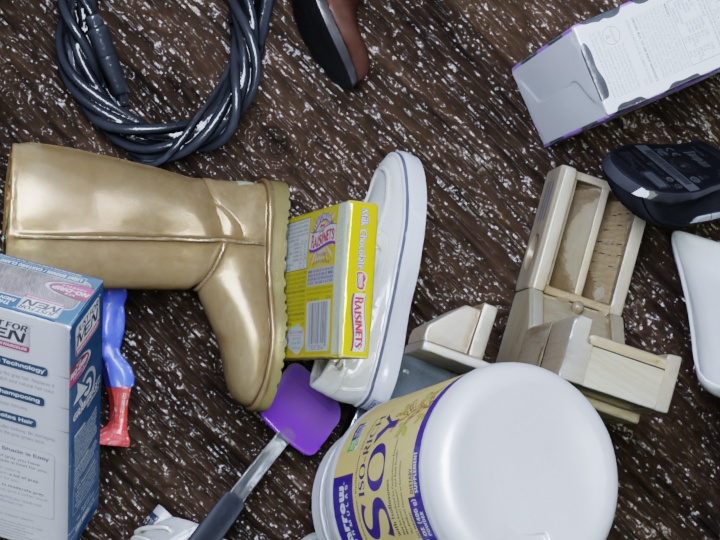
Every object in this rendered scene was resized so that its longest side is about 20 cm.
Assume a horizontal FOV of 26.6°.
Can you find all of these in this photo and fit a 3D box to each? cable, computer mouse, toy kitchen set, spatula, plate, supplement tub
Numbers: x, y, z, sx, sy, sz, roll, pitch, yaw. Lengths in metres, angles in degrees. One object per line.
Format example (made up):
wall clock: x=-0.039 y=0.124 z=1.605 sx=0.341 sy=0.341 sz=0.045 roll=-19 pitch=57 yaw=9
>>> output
cable: x=-0.151 y=-0.178 z=1.145 sx=0.161 sy=0.051 sz=0.203 roll=13 pitch=85 yaw=-7
computer mouse: x=0.275 y=-0.048 z=1.143 sx=0.198 sy=0.046 sz=0.140 roll=-14 pitch=44 yaw=-39
toy kitchen set: x=0.135 y=-0.001 z=1.097 sx=0.161 sy=0.200 sz=0.183 roll=18 pitch=82 yaw=-7
spatula: x=-0.080 y=0.153 z=1.111 sx=0.056 sy=0.021 sz=0.201 roll=39 pitch=62 yaw=-3
plate: x=0.329 y=0.060 z=1.149 sx=0.198 sy=0.200 sz=0.033 roll=17 pitch=124 yaw=-7
supplement tub: x=0.063 y=0.149 z=1.026 sx=0.144 sy=0.200 sz=0.147 roll=8 pitch=72 yaw=-26

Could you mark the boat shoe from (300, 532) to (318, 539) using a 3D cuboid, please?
boat shoe: x=-0.054 y=0.260 z=1.077 sx=0.201 sy=0.071 sz=0.070 roll=-47 pitch=111 yaw=-34

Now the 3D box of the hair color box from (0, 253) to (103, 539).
hair color box: x=-0.232 y=0.092 z=1.042 sx=0.099 sy=0.061 sz=0.202 roll=14 pitch=124 yaw=9

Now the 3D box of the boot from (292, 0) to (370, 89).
boot: x=0.035 y=-0.255 z=1.185 sx=0.198 sy=0.068 sz=0.190 roll=-19 pitch=82 yaw=-17

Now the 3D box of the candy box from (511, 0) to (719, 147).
candy box: x=0.232 y=-0.172 z=1.140 sx=0.198 sy=0.168 sz=0.072 roll=-24 pitch=91 yaw=-10

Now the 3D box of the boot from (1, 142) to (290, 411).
boot: x=-0.153 y=0.007 z=1.072 sx=0.197 sy=0.066 sz=0.178 roll=4 pitch=80 yaw=-20

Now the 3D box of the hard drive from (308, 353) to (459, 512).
hard drive: x=0.077 y=0.160 z=1.161 sx=0.198 sy=0.033 sz=0.141 roll=26 pitch=83 yaw=-5

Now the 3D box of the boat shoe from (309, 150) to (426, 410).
boat shoe: x=0.000 y=0.000 z=1.128 sx=0.069 sy=0.071 sz=0.203 roll=16 pitch=73 yaw=-18

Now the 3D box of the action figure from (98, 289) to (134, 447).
action figure: x=-0.208 y=0.023 z=1.112 sx=0.098 sy=0.065 sz=0.203 roll=6 pitch=85 yaw=-17

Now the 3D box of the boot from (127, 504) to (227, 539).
boot: x=-0.168 y=0.216 z=1.109 sx=0.198 sy=0.073 sz=0.097 roll=21 pitch=77 yaw=-15

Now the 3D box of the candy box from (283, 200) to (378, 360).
candy box: x=-0.035 y=0.012 z=1.072 sx=0.026 sy=0.200 sz=0.104 roll=7 pitch=85 yaw=-19
